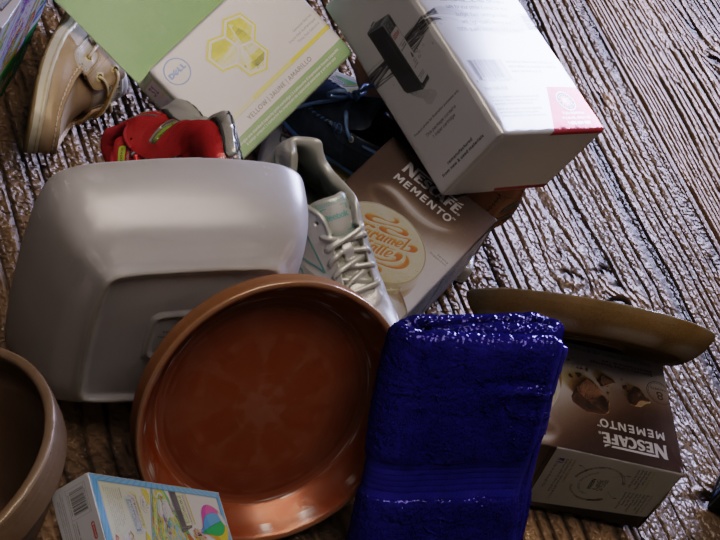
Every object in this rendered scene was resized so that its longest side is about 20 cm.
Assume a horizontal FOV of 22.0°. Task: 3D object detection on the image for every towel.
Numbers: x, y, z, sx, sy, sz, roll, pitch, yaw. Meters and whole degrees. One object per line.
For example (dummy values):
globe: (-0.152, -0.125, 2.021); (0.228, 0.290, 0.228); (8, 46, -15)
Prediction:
towel: (0.070, 0.129, 1.305); (0.147, 0.200, 0.050); (-2, 21, -30)

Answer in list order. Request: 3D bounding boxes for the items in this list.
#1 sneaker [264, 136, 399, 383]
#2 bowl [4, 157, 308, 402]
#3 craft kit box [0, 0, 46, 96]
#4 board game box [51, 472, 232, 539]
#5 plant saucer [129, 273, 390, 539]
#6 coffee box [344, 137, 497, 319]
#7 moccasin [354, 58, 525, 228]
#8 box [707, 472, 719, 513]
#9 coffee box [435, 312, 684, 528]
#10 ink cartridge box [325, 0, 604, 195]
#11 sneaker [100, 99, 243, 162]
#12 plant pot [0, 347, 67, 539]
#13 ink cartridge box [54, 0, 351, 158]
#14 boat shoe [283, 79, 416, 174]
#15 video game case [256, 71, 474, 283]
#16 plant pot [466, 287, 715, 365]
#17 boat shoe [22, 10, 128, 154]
sneaker: (-0.023, -0.009, 1.344); (0.070, 0.080, 0.200); (-17, 66, -31)
bowl: (-0.134, 0.020, 1.278); (0.200, 0.200, 0.075); (-3, 47, -26)
craft kit box: (-0.278, -0.175, 1.383); (0.048, 0.200, 0.198); (28, 43, -6)
board game box: (-0.114, 0.230, 1.156); (0.134, 0.034, 0.200); (20, 46, -54)
plant saucer: (-0.063, 0.094, 1.271); (0.200, 0.201, 0.032); (3, 21, -27)
coffee box: (0.000, 0.000, 1.448); (0.114, 0.080, 0.200); (39, 51, 7)
moccasin: (0.068, -0.128, 1.588); (0.074, 0.078, 0.202); (-14, 58, -39)
box: (0.392, 0.161, 1.446); (0.160, 0.200, 0.049); (32, 44, 2)
coffee box: (0.139, 0.117, 1.434); (0.200, 0.080, 0.113); (14, 44, -18)
ink cartridge box: (0.084, -0.167, 1.512); (0.144, 0.084, 0.200); (-7, 60, -48)
sneaker: (-0.139, -0.076, 1.353); (0.085, 0.077, 0.200); (-15, 14, -21)
plant pot: (-0.268, 0.147, 1.143); (0.200, 0.093, 0.201); (-10, 42, 9)
ink cartridge box: (-0.126, -0.197, 1.484); (0.200, 0.048, 0.146); (47, 67, -6)
boat shoe: (0.011, -0.122, 1.559); (0.200, 0.069, 0.084); (35, 43, 7)
video game case: (0.012, -0.092, 1.599); (0.200, 0.023, 0.182); (22, 44, -10)
plant pot: (0.180, 0.048, 1.468); (0.200, 0.200, 0.028); (14, 82, -18)
boat shoe: (-0.220, -0.161, 1.495); (0.069, 0.074, 0.200); (18, 43, -6)
